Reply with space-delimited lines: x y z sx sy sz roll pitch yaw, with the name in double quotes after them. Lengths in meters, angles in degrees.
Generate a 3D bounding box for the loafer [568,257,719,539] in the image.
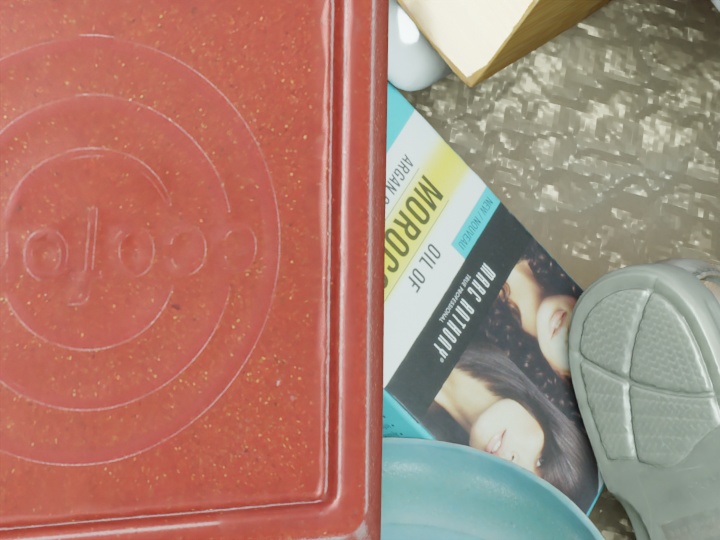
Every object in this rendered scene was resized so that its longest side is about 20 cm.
0.119 0.092 0.792 0.063 0.072 0.200 -13 90 -53 "loafer"

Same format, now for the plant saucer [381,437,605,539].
-0.013 0.134 0.717 0.200 0.027 0.200 -16 44 16 "plant saucer"

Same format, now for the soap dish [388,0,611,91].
0.027 -0.147 0.836 0.157 0.081 0.200 53 22 0 "soap dish"

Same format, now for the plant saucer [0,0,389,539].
-0.075 -0.005 0.666 0.200 0.037 0.200 -2 98 -27 "plant saucer"

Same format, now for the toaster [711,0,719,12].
0.146 -0.159 0.778 0.129 0.114 0.200 -34 93 -20 "toaster"

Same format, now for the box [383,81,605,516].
0.000 0.000 0.788 0.200 0.049 0.082 45 57 -20 "box"
